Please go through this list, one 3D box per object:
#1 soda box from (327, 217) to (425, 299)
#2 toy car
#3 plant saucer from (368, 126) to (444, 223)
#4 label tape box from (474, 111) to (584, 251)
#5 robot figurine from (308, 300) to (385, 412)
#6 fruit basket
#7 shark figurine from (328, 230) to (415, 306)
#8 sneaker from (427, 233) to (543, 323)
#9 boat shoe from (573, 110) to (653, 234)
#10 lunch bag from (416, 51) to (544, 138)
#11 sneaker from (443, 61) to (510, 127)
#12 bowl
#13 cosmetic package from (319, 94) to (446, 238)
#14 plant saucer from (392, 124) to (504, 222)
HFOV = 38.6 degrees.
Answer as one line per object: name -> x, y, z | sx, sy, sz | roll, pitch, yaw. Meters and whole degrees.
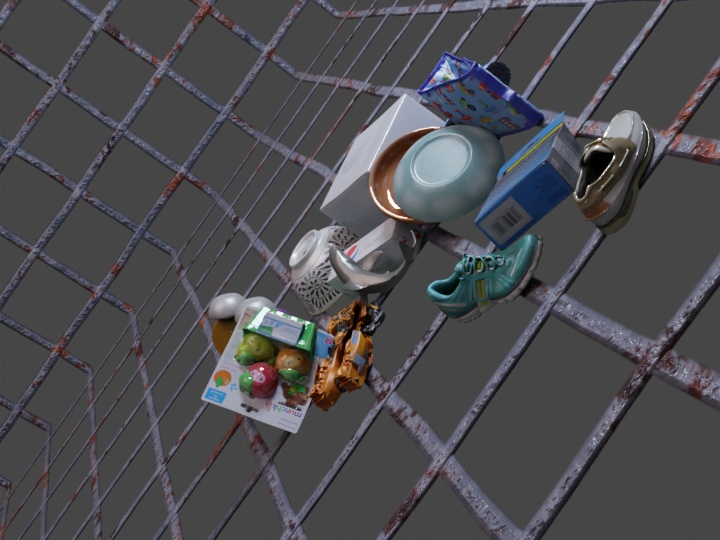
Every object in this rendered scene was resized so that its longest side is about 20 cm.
soda box -> 0.025, -0.024, 1.853 | 0.200, 0.064, 0.068 | -35, 28, 45
toy car -> -0.194, 0.128, 2.008 | 0.150, 0.175, 0.200 | -17, 15, -40
plant saucer -> 0.114, -0.159, 1.776 | 0.200, 0.037, 0.200 | -11, 55, 16
label tape box -> 0.252, -0.132, 1.485 | 0.144, 0.063, 0.200 | -42, 8, 33
robot figurine -> -0.024, 0.132, 1.722 | 0.145, 0.058, 0.200 | -38, 26, 37
fruit basket -> -0.160, 0.168, 1.824 | 0.094, 0.185, 0.200 | 93, -161, -56
shark figurine -> 0.015, 0.011, 1.745 | 0.214, 0.089, 0.128 | -9, 92, 46
sneaker -> 0.173, 0.008, 1.436 | 0.200, 0.080, 0.078 | -38, 26, 39
boat shoe -> 0.327, -0.143, 1.339 | 0.075, 0.068, 0.200 | -33, 30, 47
lunch bag -> 0.207, -0.290, 1.727 | 0.094, 0.150, 0.200 | -56, 20, -2
sneaker -> 0.204, -0.290, 1.879 | 0.200, 0.066, 0.078 | -57, 8, -6
bowl -> -0.078, -0.020, 2.040 | 0.201, 0.094, 0.201 | -45, 23, 25
cosmetic package -> 0.049, -0.191, 1.954 | 0.200, 0.123, 0.200 | -35, 26, 57
plant saucer -> 0.140, -0.174, 1.717 | 0.201, 0.039, 0.201 | -13, 54, 19
